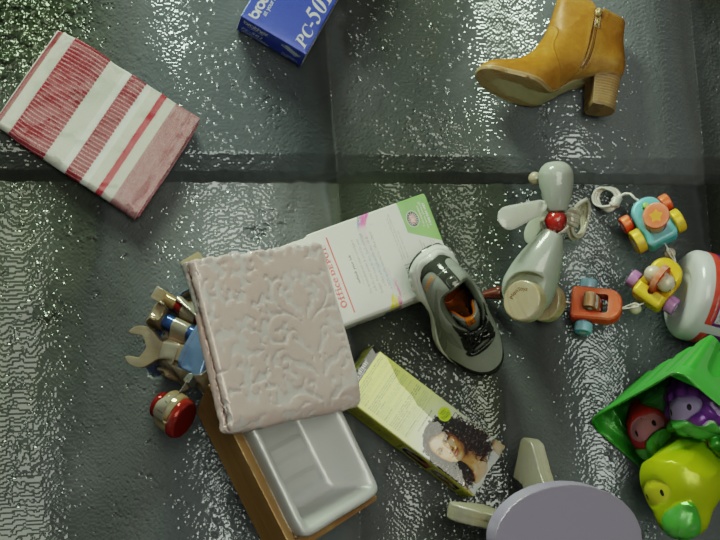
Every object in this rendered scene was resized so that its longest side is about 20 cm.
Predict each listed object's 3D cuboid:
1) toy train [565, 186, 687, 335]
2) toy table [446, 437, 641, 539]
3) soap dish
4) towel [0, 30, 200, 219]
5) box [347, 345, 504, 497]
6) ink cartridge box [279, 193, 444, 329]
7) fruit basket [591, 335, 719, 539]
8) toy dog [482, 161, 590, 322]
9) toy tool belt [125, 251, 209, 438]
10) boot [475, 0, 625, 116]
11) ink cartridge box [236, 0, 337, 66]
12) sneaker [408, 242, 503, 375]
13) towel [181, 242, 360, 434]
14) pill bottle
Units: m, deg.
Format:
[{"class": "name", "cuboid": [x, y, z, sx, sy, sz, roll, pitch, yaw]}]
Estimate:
[{"class": "toy train", "cuboid": [0.325, -0.017, 1.758, 0.149, 0.056, 0.202, 10, 72, 12]}, {"class": "toy table", "cuboid": [0.206, 0.295, 1.631, 0.199, 0.117, 0.185, 23, 86, -28]}, {"class": "soap dish", "cuboid": [-0.083, 0.199, 1.591, 0.157, 0.081, 0.201, -22, 83, -50]}, {"class": "towel", "cuboid": [-0.306, -0.171, 1.672, 0.199, 0.023, 0.145, 33, 75, -4]}, {"class": "box", "cuboid": [0.067, 0.178, 1.677, 0.199, 0.050, 0.076, 36, 73, -4]}, {"class": "ink cartridge box", "cuboid": [0.000, 0.000, 1.688, 0.198, 0.067, 0.118, -19, 85, -18]}, {"class": "fruit basket", "cuboid": [0.367, 0.204, 1.668, 0.155, 0.216, 0.216, 40, 72, -3]}, {"class": "toy dog", "cuboid": [0.201, -0.027, 1.735, 0.095, 0.132, 0.202, 8, 67, 27]}, {"class": "toy tool belt", "cuboid": [-0.199, 0.079, 1.609, 0.122, 0.125, 0.201, 27, 70, 22]}, {"class": "boot", "cuboid": [0.242, -0.282, 1.816, 0.199, 0.071, 0.145, 11, 70, -15]}, {"class": "ink cartridge box", "cuboid": [-0.064, -0.361, 1.760, 0.093, 0.044, 0.201, 29, 73, -5]}, {"class": "sneaker", "cuboid": [0.119, 0.060, 1.663, 0.074, 0.079, 0.201, -38, 131, -6]}, {"class": "towel", "cuboid": [-0.095, 0.071, 1.553, 0.199, 0.032, 0.193, -7, 79, -45]}, {"class": "pill bottle", "cuboid": [0.486, 0.049, 1.778, 0.198, 0.112, 0.114, 14, 75, -12]}]
